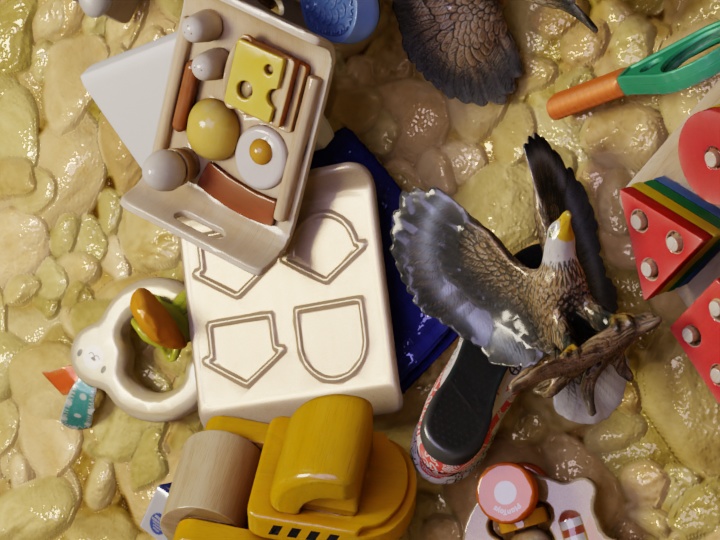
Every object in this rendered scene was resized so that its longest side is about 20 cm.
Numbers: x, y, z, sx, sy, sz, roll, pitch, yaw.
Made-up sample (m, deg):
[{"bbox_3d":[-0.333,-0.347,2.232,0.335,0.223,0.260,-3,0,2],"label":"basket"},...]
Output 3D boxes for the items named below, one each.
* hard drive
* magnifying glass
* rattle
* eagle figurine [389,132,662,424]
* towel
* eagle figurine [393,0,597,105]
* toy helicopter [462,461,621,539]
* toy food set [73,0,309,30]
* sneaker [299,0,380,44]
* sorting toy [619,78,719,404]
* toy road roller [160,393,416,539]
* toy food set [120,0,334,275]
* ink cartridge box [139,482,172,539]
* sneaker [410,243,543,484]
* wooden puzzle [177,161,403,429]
[{"bbox_3d":[-0.130,-0.138,1.664,0.199,0.027,0.132,-14,119,41],"label":"hard drive"},{"bbox_3d":[0.215,-0.147,1.495,0.199,0.080,0.022,-14,114,50],"label":"magnifying glass"},{"bbox_3d":[-0.222,0.083,1.714,0.198,0.143,0.131,-13,101,22],"label":"rattle"},{"bbox_3d":[0.136,0.005,1.492,0.152,0.151,0.200,-58,44,17],"label":"eagle figurine"},{"bbox_3d":[0.000,0.000,1.642,0.148,0.049,0.200,-44,71,17],"label":"towel"},{"bbox_3d":[0.089,-0.248,1.549,0.149,0.152,0.202,-15,75,7],"label":"eagle figurine"},{"bbox_3d":[0.173,0.227,1.523,0.198,0.079,0.134,11,87,16],"label":"toy helicopter"},{"bbox_3d":[-0.156,-0.227,1.676,0.198,0.143,0.061,11,85,29],"label":"toy food set"},{"bbox_3d":[-0.014,-0.232,1.592,0.200,0.077,0.071,-128,47,-54],"label":"sneaker"},{"bbox_3d":[0.271,-0.022,1.425,0.200,0.069,0.200,59,144,18],"label":"sorting toy"},{"bbox_3d":[-0.054,0.163,1.559,0.198,0.147,0.124,9,49,7],"label":"toy road roller"},{"bbox_3d":[-0.109,-0.116,1.555,0.143,0.060,0.202,26,116,23],"label":"toy food set"},{"bbox_3d":[-0.078,0.243,1.648,0.199,0.094,0.045,33,107,26],"label":"ink cartridge box"},{"bbox_3d":[0.101,0.076,1.568,0.067,0.108,0.202,29,68,6],"label":"sneaker"},{"bbox_3d":[-0.055,0.025,1.620,0.184,0.046,0.202,-10,89,26],"label":"wooden puzzle"}]
